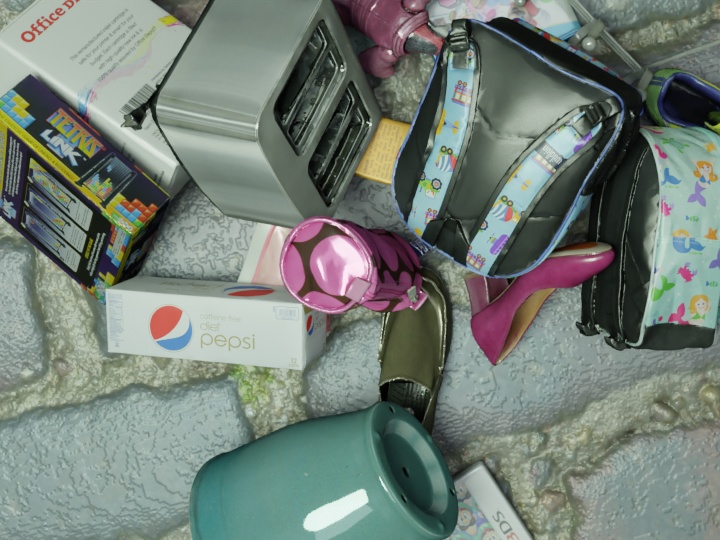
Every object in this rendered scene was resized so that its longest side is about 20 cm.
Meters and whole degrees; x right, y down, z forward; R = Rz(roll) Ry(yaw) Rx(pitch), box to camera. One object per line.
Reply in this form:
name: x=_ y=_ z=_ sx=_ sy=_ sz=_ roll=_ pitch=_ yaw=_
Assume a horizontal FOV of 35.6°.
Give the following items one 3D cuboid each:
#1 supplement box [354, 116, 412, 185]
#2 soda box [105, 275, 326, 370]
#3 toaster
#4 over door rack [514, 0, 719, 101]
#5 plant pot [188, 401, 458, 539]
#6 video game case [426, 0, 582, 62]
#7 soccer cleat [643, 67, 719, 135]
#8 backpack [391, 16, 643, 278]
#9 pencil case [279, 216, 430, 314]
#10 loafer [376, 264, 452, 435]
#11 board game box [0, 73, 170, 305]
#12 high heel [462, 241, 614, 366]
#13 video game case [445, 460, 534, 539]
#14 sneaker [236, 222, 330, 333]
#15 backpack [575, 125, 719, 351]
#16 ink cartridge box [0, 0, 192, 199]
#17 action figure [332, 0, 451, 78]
supplement box: x=0.093 y=-0.099 z=1.093 sx=0.200 sy=0.067 sz=0.069 roll=13 pitch=94 yaw=0
soda box: x=-0.135 y=0.047 z=1.053 sx=0.200 sy=0.068 sz=0.064 roll=4 pitch=102 yaw=16
toaster: x=-0.081 y=-0.143 z=0.983 sx=0.119 sy=0.181 sz=0.200 roll=14 pitch=66 yaw=27
over door rack: x=0.233 y=-0.228 z=0.997 sx=0.148 sy=0.200 sz=0.067 roll=43 pitch=71 yaw=-9
plant pot: x=-0.020 y=0.220 z=1.030 sx=0.188 sy=0.200 sz=0.200 roll=-32 pitch=93 yaw=22
video game case: x=0.111 y=-0.292 z=1.102 sx=0.143 sy=0.018 sz=0.200 roll=-26 pitch=93 yaw=3
soccer cleat: x=0.358 y=-0.128 z=1.073 sx=0.200 sy=0.084 sz=0.065 roll=31 pitch=94 yaw=-1
backpack: x=0.132 y=-0.103 z=0.990 sx=0.183 sy=0.135 sz=0.200 roll=31 pitch=115 yaw=16
pencil case: x=0.000 y=0.000 z=1.002 sx=0.091 sy=0.200 sz=0.094 roll=-45 pitch=77 yaw=12
loafer: x=0.054 y=0.094 z=1.106 sx=0.075 sy=0.070 sz=0.200 roll=2 pitch=94 yaw=2
board game box: x=-0.270 y=-0.068 z=1.044 sx=0.165 sy=0.200 sz=0.057 roll=43 pitch=62 yaw=-1
high heel: x=0.174 y=0.032 z=1.051 sx=0.067 sy=0.200 sz=0.096 roll=-15 pitch=88 yaw=-29
video game case: x=0.089 y=0.323 z=1.145 sx=0.200 sy=0.024 sz=0.182 roll=-33 pitch=92 yaw=4
sneaker: x=-0.063 y=0.004 z=1.100 sx=0.105 sy=0.075 sz=0.200 roll=23 pitch=102 yaw=6
backpack: x=0.284 y=-0.036 z=1.035 sx=0.150 sy=0.178 sz=0.200 roll=-4 pitch=97 yaw=-7
ink cartridge box: x=-0.223 y=-0.176 z=1.056 sx=0.200 sy=0.084 sz=0.145 roll=35 pitch=54 yaw=-1
action figure: x=0.013 y=-0.253 z=1.040 sx=0.200 sy=0.149 sz=0.134 roll=39 pitch=114 yaw=26
